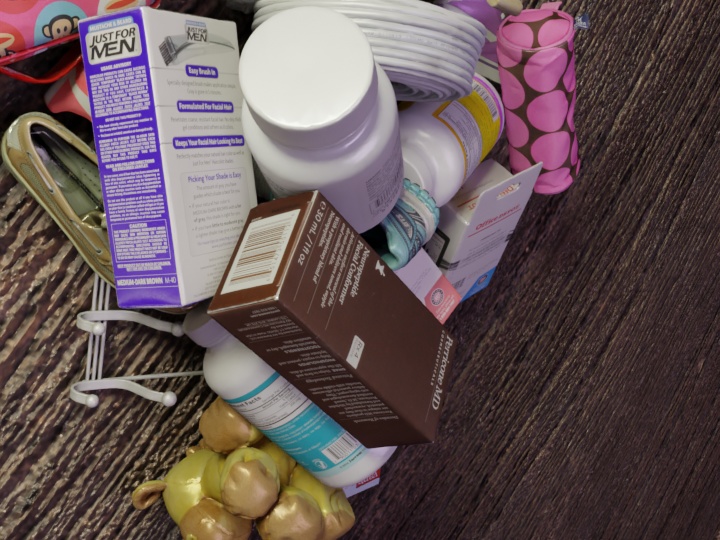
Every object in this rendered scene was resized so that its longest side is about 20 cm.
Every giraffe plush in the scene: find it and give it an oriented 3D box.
[{"bbox_3d":[-0.124,0.202,0.834,0.162,0.200,0.173,-37,120,15],"label":"giraffe plush"}]

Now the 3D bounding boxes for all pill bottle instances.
[{"bbox_3d":[-0.058,0.089,0.755,0.200,0.111,0.111,46,71,-23],"label":"pill bottle"},{"bbox_3d":[0.069,-0.126,0.885,0.200,0.104,0.104,-48,140,-49],"label":"pill bottle"},{"bbox_3d":[-0.027,-0.106,0.657,0.114,0.114,0.200,-58,168,-10],"label":"pill bottle"}]

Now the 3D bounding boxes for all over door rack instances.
[{"bbox_3d":[-0.157,0.040,0.793,0.200,0.067,0.148,-6,112,-45],"label":"over door rack"}]

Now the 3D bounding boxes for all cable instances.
[{"bbox_3d":[0.005,-0.191,0.755,0.200,0.200,0.069,3,96,-47],"label":"cable"}]

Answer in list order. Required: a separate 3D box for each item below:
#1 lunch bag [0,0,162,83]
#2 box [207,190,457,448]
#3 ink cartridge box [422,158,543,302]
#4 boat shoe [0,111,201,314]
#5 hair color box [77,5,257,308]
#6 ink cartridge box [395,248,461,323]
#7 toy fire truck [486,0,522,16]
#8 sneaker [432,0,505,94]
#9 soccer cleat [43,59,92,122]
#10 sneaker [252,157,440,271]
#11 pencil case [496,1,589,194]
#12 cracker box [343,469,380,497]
[{"bbox_3d":[-0.227,-0.215,0.586,0.200,0.082,0.176,-30,128,-35],"label":"lunch bag"},{"bbox_3d":[-0.013,0.044,0.664,0.200,0.075,0.100,47,47,-36],"label":"box"},{"bbox_3d":[0.118,-0.049,0.990,0.116,0.068,0.200,-28,150,-37],"label":"ink cartridge box"},{"bbox_3d":[-0.187,-0.037,0.666,0.200,0.076,0.072,44,71,-24],"label":"boat shoe"},{"bbox_3d":[-0.132,-0.080,0.634,0.109,0.065,0.200,-18,105,-63],"label":"hair color box"},{"bbox_3d":[0.000,0.000,0.906,0.200,0.067,0.117,50,64,-21],"label":"ink cartridge box"},{"bbox_3d":[0.027,-0.274,0.731,0.176,0.200,0.129,-21,115,-40],"label":"toy fire truck"},{"bbox_3d":[0.153,-0.264,0.980,0.200,0.073,0.114,13,95,-49],"label":"sneaker"},{"bbox_3d":[-0.170,-0.108,0.725,0.076,0.067,0.200,-32,143,8],"label":"soccer cleat"},{"bbox_3d":[-0.032,-0.062,0.780,0.078,0.200,0.086,100,14,-47],"label":"sneaker"},{"bbox_3d":[0.200,-0.184,0.951,0.200,0.091,0.094,78,27,-44],"label":"pencil case"},{"bbox_3d":[-0.034,0.165,0.989,0.134,0.058,0.200,-11,115,-43],"label":"cracker box"}]
